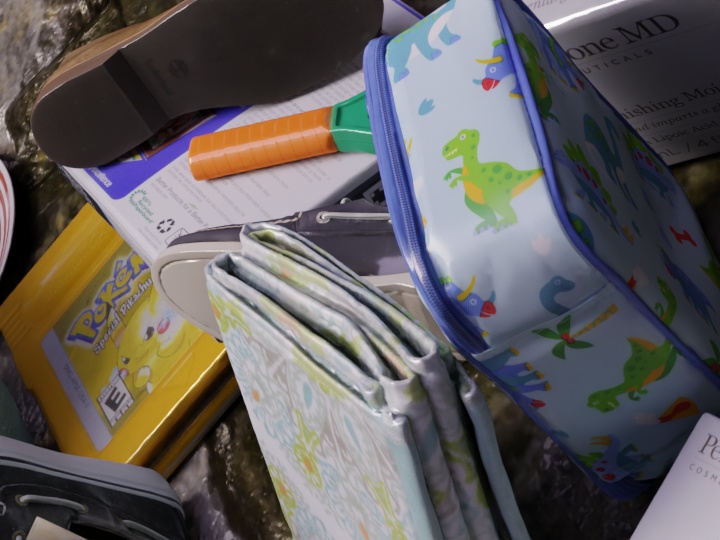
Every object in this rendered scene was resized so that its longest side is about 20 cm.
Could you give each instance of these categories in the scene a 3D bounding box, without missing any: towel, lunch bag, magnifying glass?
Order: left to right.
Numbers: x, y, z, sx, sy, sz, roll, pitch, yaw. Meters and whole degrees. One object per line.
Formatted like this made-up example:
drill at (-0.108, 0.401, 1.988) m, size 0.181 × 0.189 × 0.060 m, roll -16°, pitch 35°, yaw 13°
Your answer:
magnifying glass at (0.008, -0.075, 1.010) m, size 0.199 × 0.022 × 0.080 m, roll -10°, pitch 45°, yaw 17°
towel at (0.011, 0.089, 0.835) m, size 0.048 × 0.201 × 0.171 m, roll -28°, pitch 33°, yaw -19°
lunch bag at (0.082, -0.013, 0.812) m, size 0.082 × 0.200 × 0.161 m, roll -27°, pitch 50°, yaw 20°

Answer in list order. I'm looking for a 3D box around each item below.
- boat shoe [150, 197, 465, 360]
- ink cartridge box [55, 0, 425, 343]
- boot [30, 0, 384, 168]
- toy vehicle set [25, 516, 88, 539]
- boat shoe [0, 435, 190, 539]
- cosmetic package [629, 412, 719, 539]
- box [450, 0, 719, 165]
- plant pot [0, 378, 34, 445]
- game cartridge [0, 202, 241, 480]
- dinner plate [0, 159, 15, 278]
boat shoe at (0.000, 0.000, 0.956) m, size 0.199 × 0.073 × 0.063 m, roll 4°, pitch 45°, yaw 17°
ink cartridge box at (-0.048, -0.076, 1.085) m, size 0.200 × 0.043 × 0.198 m, roll -37°, pitch 41°, yaw -9°
boot at (-0.083, -0.125, 1.074) m, size 0.199 × 0.074 × 0.076 m, roll -20°, pitch 31°, yaw 12°
toy vehicle set at (-0.051, 0.166, 0.885) m, size 0.199 × 0.124 × 0.027 m, roll 14°, pitch 74°, yaw 48°
boat shoe at (-0.160, 0.127, 0.968) m, size 0.071 × 0.199 × 0.072 m, roll 51°, pitch 124°, yaw 41°
cosmetic package at (0.129, 0.167, 0.745) m, size 0.101 × 0.071 × 0.201 m, roll 25°, pitch 83°, yaw 50°
box at (0.160, -0.169, 0.893) m, size 0.198 × 0.131 × 0.201 m, roll -14°, pitch 55°, yaw 39°
plant pot at (-0.281, 0.132, 1.079) m, size 0.195 × 0.200 × 0.197 m, roll -28°, pitch 48°, yaw 31°
game cartridge at (-0.120, 0.018, 1.125) m, size 0.176 × 0.032 × 0.200 m, roll -49°, pitch 41°, yaw 8°
dinner plate at (-0.287, 0.011, 1.304) m, size 0.200 × 0.024 × 0.201 m, roll -25°, pitch 50°, yaw 33°
